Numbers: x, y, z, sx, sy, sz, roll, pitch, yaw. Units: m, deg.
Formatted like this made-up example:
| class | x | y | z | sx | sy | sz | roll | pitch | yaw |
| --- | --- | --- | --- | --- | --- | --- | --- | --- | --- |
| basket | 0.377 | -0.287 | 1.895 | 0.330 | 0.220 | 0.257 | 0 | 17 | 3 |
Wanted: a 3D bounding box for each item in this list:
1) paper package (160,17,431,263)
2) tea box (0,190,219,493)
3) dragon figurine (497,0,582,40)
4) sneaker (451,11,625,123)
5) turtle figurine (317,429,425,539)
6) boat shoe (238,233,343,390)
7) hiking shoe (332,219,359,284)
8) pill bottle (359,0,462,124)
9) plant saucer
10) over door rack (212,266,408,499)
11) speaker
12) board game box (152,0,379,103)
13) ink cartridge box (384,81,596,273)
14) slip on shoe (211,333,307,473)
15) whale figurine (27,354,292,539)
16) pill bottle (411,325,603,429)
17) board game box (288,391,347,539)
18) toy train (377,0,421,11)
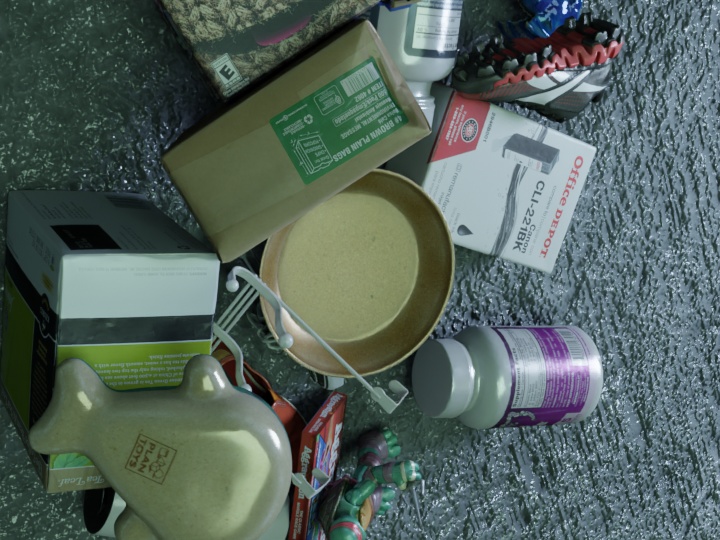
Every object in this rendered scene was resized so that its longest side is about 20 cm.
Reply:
| class | x | y | z | sx | sy | sz | roll | pitch | yaw |
| --- | --- | --- | --- | --- | --- | --- | --- | --- | --- |
| paper package | -0.054 | -0.113 | 0.961 | 0.198 | 0.191 | 0.104 | -32 | 102 | 5 |
| tea box | -0.222 | 0.052 | 0.986 | 0.132 | 0.200 | 0.200 | 0 | 108 | -29 |
| dragon figurine | 0.183 | -0.261 | 1.193 | 0.198 | 0.059 | 0.101 | 18 | 97 | -34 |
| sneaker | 0.174 | -0.185 | 1.137 | 0.198 | 0.071 | 0.099 | -18 | 128 | -28 |
| turtle figurine | 0.006 | 0.247 | 1.186 | 0.099 | 0.200 | 0.151 | 24 | 107 | -2 |
| boat shoe | -0.075 | 0.041 | 1.141 | 0.067 | 0.074 | 0.201 | -27 | 121 | -10 |
| hiking shoe | 0.000 | 0.000 | 1.181 | 0.100 | 0.075 | 0.203 | -33 | 123 | -35 |
| pill bottle | 0.035 | -0.237 | 1.082 | 0.118 | 0.119 | 0.203 | -1 | 107 | -29 |
| plant saucer | -0.006 | 0.000 | 1.099 | 0.197 | 0.035 | 0.204 | -6 | 107 | -20 |
| over door rack | -0.076 | 0.111 | 1.052 | 0.199 | 0.067 | 0.148 | 37 | 118 | -8 |
| speaker | -0.170 | 0.233 | 1.147 | 0.198 | 0.081 | 0.082 | 17 | 98 | -33 |
| board game box | -0.104 | -0.266 | 0.961 | 0.158 | 0.097 | 0.201 | -34 | 102 | -5 |
| ink cartridge box | 0.130 | -0.095 | 1.204 | 0.198 | 0.084 | 0.146 | 16 | 98 | -33 |
| slip on shoe | -0.105 | 0.145 | 1.166 | 0.074 | 0.061 | 0.201 | -43 | 123 | -12 |
| whale figurine | -0.149 | 0.133 | 0.893 | 0.198 | 0.104 | 0.161 | 23 | 96 | -10 |
| pill bottle | 0.160 | 0.117 | 1.275 | 0.197 | 0.112 | 0.114 | 1 | 106 | -29 |
| board game box | -0.048 | 0.238 | 1.205 | 0.019 | 0.103 | 0.203 | 12 | 111 | 12 |
| toy train | -0.007 | -0.287 | 1.006 | 0.034 | 0.201 | 0.046 | -17 | 144 | -28 |
